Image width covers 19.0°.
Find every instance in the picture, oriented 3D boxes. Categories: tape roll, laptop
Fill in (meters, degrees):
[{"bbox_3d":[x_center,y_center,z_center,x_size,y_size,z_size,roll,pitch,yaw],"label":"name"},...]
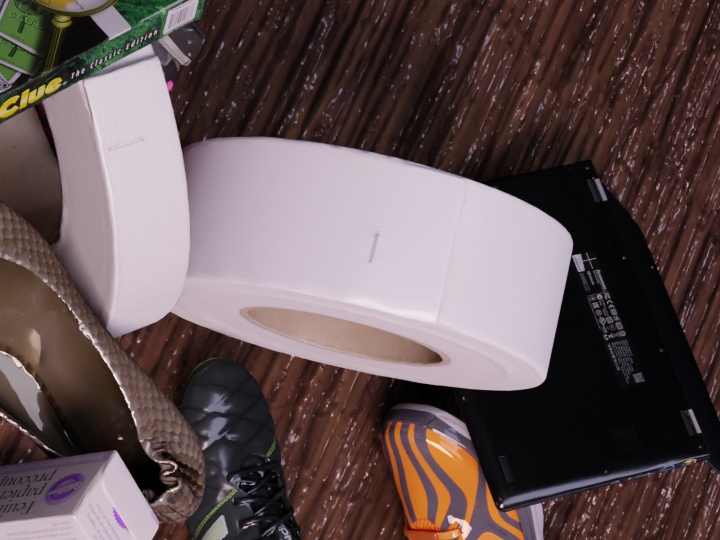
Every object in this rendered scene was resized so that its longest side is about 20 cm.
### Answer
[{"bbox_3d":[-0.135,-0.066,0.904,0.037,0.202,0.204,-21,105,-27],"label":"tape roll"},{"bbox_3d":[0.000,0.000,1.038,0.202,0.202,0.071,24,75,-42],"label":"tape roll"},{"bbox_3d":[0.124,0.048,1.231,0.199,0.116,0.188,-12,66,-19],"label":"laptop"}]

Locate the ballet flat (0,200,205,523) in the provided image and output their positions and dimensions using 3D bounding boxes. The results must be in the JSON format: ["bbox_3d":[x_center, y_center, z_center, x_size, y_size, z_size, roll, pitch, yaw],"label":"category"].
[{"bbox_3d":[-0.128,0.036,0.839,0.067,0.046,0.200,-36,120,7],"label":"ballet flat"}]

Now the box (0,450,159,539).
[{"bbox_3d":[-0.173,0.110,0.872,0.042,0.199,0.039,60,37,-26],"label":"box"}]

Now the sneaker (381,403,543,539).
[{"bbox_3d":[0.052,0.174,1.176,0.112,0.077,0.201,-50,123,-32],"label":"sneaker"}]

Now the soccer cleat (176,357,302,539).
[{"bbox_3d":[-0.049,0.143,1.075,0.067,0.081,0.202,-12,99,-43],"label":"soccer cleat"}]

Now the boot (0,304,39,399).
[{"bbox_3d":[-0.188,-0.022,0.901,0.070,0.131,0.201,-47,121,-32],"label":"boot"}]

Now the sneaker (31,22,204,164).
[{"bbox_3d":[-0.111,-0.088,0.984,0.087,0.074,0.201,-20,123,-27],"label":"sneaker"}]

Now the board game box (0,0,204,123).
[{"bbox_3d":[-0.160,-0.148,0.817,0.104,0.024,0.200,-32,70,-32],"label":"board game box"}]
